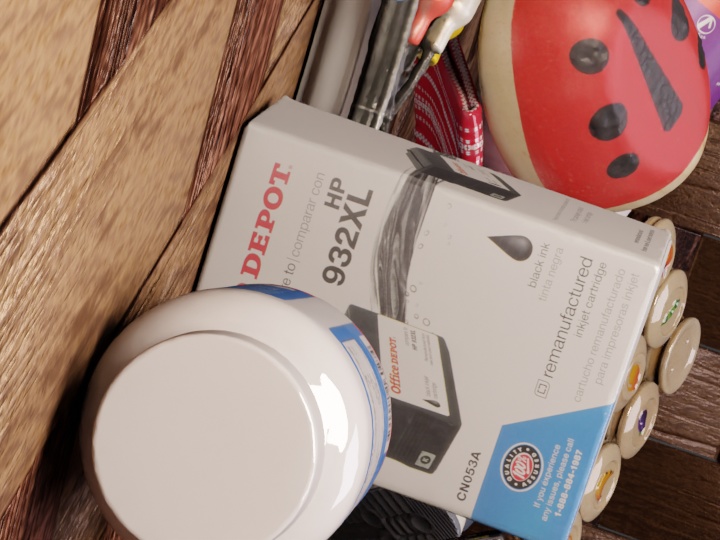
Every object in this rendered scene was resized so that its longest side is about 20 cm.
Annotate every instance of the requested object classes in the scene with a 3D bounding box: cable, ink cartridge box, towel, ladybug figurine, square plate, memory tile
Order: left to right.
[{"bbox_3d":[-0.001,-0.127,1.501,0.198,0.028,0.201,-58,166,-71],"label":"square plate"},{"bbox_3d":[0.022,-0.091,1.404,0.097,0.050,0.201,64,43,-80],"label":"cable"},{"bbox_3d":[0.026,0.023,1.321,0.084,0.199,0.145,-47,156,-75],"label":"ink cartridge box"},{"bbox_3d":[0.046,-0.036,1.557,0.145,0.022,0.200,-105,-168,-55],"label":"towel"},{"bbox_3d":[0.142,0.078,1.660,0.200,0.017,0.153,-57,152,-26],"label":"memory tile"},{"bbox_3d":[0.128,-0.102,1.485,0.136,0.072,0.200,-57,142,-14],"label":"ladybug figurine"}]

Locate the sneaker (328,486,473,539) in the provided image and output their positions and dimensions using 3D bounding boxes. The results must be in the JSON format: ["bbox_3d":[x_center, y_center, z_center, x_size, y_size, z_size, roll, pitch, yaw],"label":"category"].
[{"bbox_3d":[0.002,0.118,1.629,0.082,0.200,0.070,-52,123,-31],"label":"sneaker"}]

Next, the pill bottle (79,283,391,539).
[{"bbox_3d":[-0.049,0.061,1.110,0.200,0.112,0.113,1,108,-85],"label":"pill bottle"}]

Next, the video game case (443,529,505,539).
[{"bbox_3d":[-0.029,0.154,1.319,0.181,0.199,0.026,58,19,-85],"label":"video game case"}]

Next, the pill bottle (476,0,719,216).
[{"bbox_3d":[0.139,-0.104,1.626,0.200,0.112,0.112,-52,178,6],"label":"pill bottle"}]
